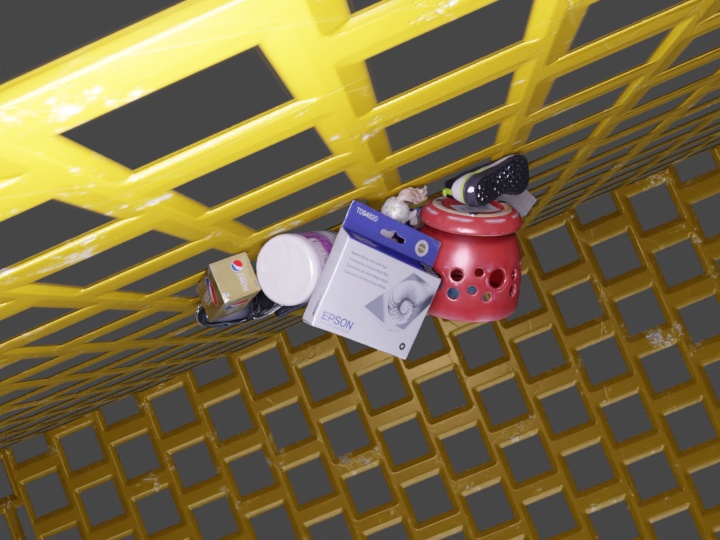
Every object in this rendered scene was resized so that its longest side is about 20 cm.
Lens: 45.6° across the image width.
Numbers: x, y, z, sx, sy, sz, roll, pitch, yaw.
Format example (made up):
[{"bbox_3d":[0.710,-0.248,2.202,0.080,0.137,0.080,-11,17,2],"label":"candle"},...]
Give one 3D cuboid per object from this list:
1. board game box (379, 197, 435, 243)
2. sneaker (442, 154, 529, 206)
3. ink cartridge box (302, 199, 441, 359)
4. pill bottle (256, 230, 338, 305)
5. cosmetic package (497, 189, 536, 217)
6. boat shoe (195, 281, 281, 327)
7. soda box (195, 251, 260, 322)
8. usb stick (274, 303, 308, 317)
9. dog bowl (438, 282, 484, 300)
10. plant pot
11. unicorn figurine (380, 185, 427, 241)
[{"bbox_3d":[0.045,-0.068,1.616,0.199,0.057,0.165,-18,174,-43],"label":"board game box"},{"bbox_3d":[0.216,-0.161,1.483,0.083,0.072,0.199,11,-159,42],"label":"sneaker"},{"bbox_3d":[0.031,0.019,1.336,0.199,0.201,0.041,22,180,-34],"label":"ink cartridge box"},{"bbox_3d":[-0.075,-0.009,1.398,0.112,0.113,0.200,-25,174,25],"label":"pill bottle"},{"bbox_3d":[0.277,-0.130,1.788,0.051,0.082,0.200,-52,-172,-24],"label":"cosmetic package"},{"bbox_3d":[-0.233,0.068,1.722,0.198,0.075,0.066,-12,-175,-12],"label":"boat shoe"},{"bbox_3d":[-0.222,0.031,1.419,0.064,0.068,0.200,-21,175,-19],"label":"soda box"},{"bbox_3d":[-0.090,0.046,1.790,0.199,0.033,0.055,-25,179,12],"label":"usb stick"},{"bbox_3d":[0.153,0.047,1.665,0.199,0.050,0.111,8,179,36],"label":"dog bowl"},{"bbox_3d":[0.184,-0.030,1.496,0.199,0.184,0.201,3,-161,-1],"label":"plant pot"},{"bbox_3d":[0.037,-0.055,1.414,0.201,0.074,0.137,-70,164,12],"label":"unicorn figurine"}]
